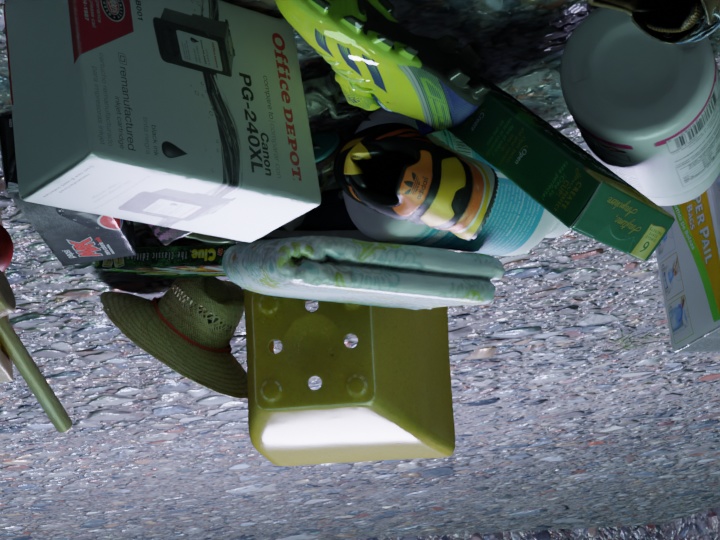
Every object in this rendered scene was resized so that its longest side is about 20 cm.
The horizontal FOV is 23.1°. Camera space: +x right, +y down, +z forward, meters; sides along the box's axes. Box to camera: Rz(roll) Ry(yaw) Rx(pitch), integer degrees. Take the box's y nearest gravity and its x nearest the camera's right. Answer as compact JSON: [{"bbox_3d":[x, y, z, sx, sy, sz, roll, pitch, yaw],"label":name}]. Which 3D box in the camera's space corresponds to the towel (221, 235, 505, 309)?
[{"bbox_3d":[0.000,0.000,1.463,0.199,0.049,0.171,6,174,-20],"label":"towel"}]

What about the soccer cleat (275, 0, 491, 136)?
[{"bbox_3d":[0.006,-0.144,1.217,0.084,0.065,0.200,-36,140,29],"label":"soccer cleat"}]

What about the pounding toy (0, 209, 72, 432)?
[{"bbox_3d":[-0.326,0.025,1.433,0.141,0.201,0.184,-7,163,-2],"label":"pounding toy"}]

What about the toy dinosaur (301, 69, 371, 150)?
[{"bbox_3d":[-0.046,-0.122,1.362,0.199,0.048,0.088,-15,159,35],"label":"toy dinosaur"}]

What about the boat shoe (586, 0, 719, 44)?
[{"bbox_3d":[0.213,-0.192,1.193,0.199,0.073,0.072,4,160,-34],"label":"boat shoe"}]

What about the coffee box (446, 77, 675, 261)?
[{"bbox_3d":[0.131,-0.087,1.312,0.123,0.200,0.044,21,108,-51],"label":"coffee box"}]

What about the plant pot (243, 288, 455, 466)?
[{"bbox_3d":[-0.024,0.083,1.693,0.193,0.197,0.200,-5,171,12],"label":"plant pot"}]

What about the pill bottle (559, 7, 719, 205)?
[{"bbox_3d":[0.224,-0.123,1.353,0.113,0.114,0.200,-12,162,13],"label":"pill bottle"}]

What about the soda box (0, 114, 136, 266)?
[{"bbox_3d":[-0.232,-0.065,1.419,0.070,0.064,0.200,-8,164,1],"label":"soda box"}]

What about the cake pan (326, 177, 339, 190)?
[{"bbox_3d":[0.050,-0.057,1.617,0.199,0.037,0.200,-7,163,-2],"label":"cake pan"}]

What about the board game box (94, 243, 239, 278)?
[{"bbox_3d":[-0.138,-0.008,1.620,0.199,0.024,0.105,-1,176,36],"label":"board game box"}]

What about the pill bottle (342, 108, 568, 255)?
[{"bbox_3d":[0.091,-0.071,1.465,0.199,0.112,0.111,7,158,-38],"label":"pill bottle"}]

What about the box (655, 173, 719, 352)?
[{"bbox_3d":[0.324,-0.039,1.522,0.112,0.201,0.101,1,160,-22],"label":"box"}]

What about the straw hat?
[{"bbox_3d":[-0.158,0.041,1.744,0.085,0.201,0.201,-57,148,8],"label":"straw hat"}]

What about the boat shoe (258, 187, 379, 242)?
[{"bbox_3d":[-0.055,-0.054,1.526,0.199,0.062,0.075,1,-179,22],"label":"boat shoe"}]

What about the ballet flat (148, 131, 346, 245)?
[{"bbox_3d":[-0.090,-0.062,1.469,0.199,0.069,0.071,-13,118,21],"label":"ballet flat"}]

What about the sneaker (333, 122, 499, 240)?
[{"bbox_3d":[0.018,-0.079,1.309,0.090,0.070,0.200,18,-176,-32],"label":"sneaker"}]

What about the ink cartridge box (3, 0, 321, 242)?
[{"bbox_3d":[-0.130,-0.110,1.177,0.199,0.146,0.083,10,154,-44],"label":"ink cartridge box"}]
